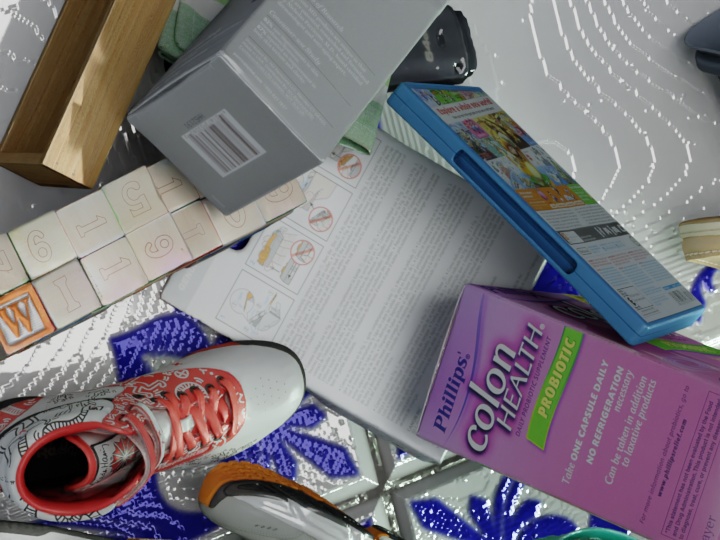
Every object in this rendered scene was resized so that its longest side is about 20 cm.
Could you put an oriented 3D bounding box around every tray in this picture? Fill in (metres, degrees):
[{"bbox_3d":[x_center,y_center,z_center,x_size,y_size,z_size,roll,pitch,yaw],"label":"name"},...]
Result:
[{"bbox_3d":[-0.137,-0.144,1.234,0.037,0.098,0.201,27,81,-24],"label":"tray"}]

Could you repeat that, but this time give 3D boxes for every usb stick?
[{"bbox_3d":[-0.023,-0.128,1.321,0.198,0.033,0.056,-8,69,-26],"label":"usb stick"}]

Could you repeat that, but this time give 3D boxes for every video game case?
[{"bbox_3d":[0.112,-0.037,1.298,0.200,0.143,0.018,46,108,13],"label":"video game case"}]

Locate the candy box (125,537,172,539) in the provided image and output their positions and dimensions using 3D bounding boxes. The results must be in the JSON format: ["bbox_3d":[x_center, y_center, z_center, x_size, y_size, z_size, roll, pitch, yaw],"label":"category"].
[{"bbox_3d":[-0.063,0.243,1.239,0.199,0.055,0.116,33,66,-30],"label":"candy box"}]

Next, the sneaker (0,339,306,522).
[{"bbox_3d":[-0.113,0.093,1.243,0.199,0.108,0.068,-11,102,-17],"label":"sneaker"}]

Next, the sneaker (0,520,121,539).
[{"bbox_3d":[-0.168,0.211,1.254,0.198,0.083,0.122,16,77,-27],"label":"sneaker"}]

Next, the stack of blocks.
[{"bbox_3d":[-0.132,-0.017,1.229,0.199,0.115,0.059,-28,91,-21],"label":"stack of blocks"}]

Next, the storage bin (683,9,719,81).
[{"bbox_3d":[0.337,-0.129,1.449,0.199,0.145,0.135,-33,116,-20],"label":"storage bin"}]

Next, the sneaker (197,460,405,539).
[{"bbox_3d":[-0.027,0.186,1.311,0.199,0.076,0.092,33,88,-35],"label":"sneaker"}]

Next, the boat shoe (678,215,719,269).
[{"bbox_3d":[0.297,0.005,1.465,0.198,0.074,0.070,9,84,-26],"label":"boat shoe"}]

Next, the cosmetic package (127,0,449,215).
[{"bbox_3d":[-0.024,-0.133,1.205,0.090,0.107,0.201,44,54,-15],"label":"cosmetic package"}]

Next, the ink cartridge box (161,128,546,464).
[{"bbox_3d":[0.000,0.000,1.350,0.199,0.057,0.164,29,80,-3],"label":"ink cartridge box"}]

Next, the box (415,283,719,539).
[{"bbox_3d":[0.166,0.088,1.298,0.175,0.199,0.098,7,103,-60],"label":"box"}]

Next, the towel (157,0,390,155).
[{"bbox_3d":[-0.033,-0.188,1.295,0.152,0.023,0.202,23,68,-24],"label":"towel"}]

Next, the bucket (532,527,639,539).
[{"bbox_3d":[0.138,0.247,1.242,0.205,0.135,0.210,-2,97,-18],"label":"bucket"}]
